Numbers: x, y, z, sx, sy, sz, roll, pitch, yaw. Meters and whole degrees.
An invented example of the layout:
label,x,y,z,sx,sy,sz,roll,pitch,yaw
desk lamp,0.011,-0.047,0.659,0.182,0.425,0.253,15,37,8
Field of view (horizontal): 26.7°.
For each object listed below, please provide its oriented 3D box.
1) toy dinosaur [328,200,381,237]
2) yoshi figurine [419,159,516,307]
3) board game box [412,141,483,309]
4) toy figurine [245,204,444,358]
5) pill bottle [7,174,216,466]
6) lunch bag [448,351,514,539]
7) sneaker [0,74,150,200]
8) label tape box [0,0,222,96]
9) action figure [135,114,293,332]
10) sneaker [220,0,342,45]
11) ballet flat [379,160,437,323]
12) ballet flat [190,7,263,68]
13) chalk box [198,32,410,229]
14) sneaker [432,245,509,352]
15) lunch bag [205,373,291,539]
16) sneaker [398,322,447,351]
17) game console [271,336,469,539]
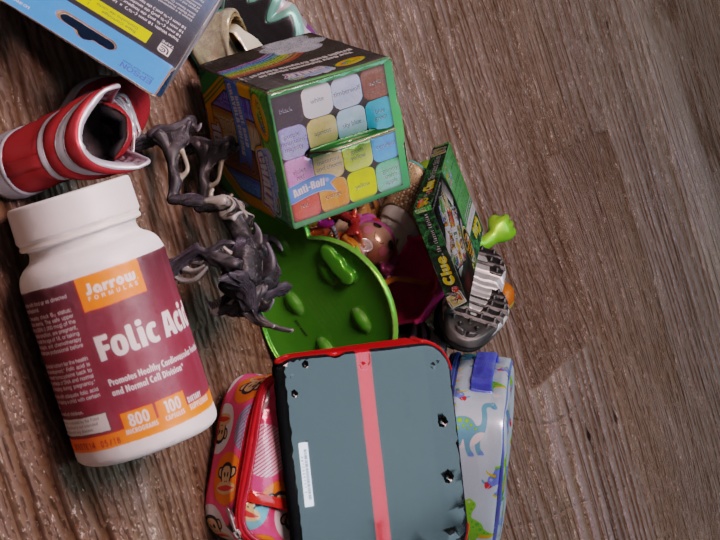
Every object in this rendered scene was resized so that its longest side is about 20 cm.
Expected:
label,x,y,z,sx,sy,sz,roll,pitch,yaw
toy dinosaur,-0.009,-0.046,1.529,0.200,0.060,0.107,-34,108,-57
yoshi figurine,0.100,-0.041,1.648,0.112,0.112,0.200,-35,125,-16
board game box,0.087,-0.047,1.479,0.200,0.023,0.105,-68,136,-67
toy figurine,0.000,0.000,1.445,0.200,0.150,0.184,53,35,8
pill bottle,-0.190,0.036,1.150,0.114,0.114,0.201,-28,102,-58
lunch bag,0.106,0.168,1.464,0.200,0.082,0.161,-63,159,-74
sneaker,-0.196,-0.116,1.201,0.200,0.112,0.071,-46,118,-55
label tape box,-0.200,-0.215,1.225,0.144,0.063,0.200,32,44,-8
action figure,-0.127,-0.024,1.295,0.119,0.102,0.201,9,55,-59
sneaker,-0.060,-0.216,1.514,0.200,0.078,0.140,53,17,-14
ballet flat,0.048,-0.016,1.558,0.065,0.070,0.201,-40,135,-35
ballet flat,-0.095,-0.158,1.429,0.200,0.062,0.068,57,33,-29
chalk box,-0.040,-0.121,1.323,0.124,0.200,0.124,-19,115,-22
sneaker,0.107,0.049,1.521,0.200,0.066,0.091,-73,180,-66
lunch bag,-0.038,0.190,1.329,0.199,0.082,0.177,18,75,-33
sneaker,0.017,0.103,1.505,0.086,0.080,0.200,55,31,-22
game console,0.010,0.163,1.301,0.176,0.031,0.201,-6,89,-30
